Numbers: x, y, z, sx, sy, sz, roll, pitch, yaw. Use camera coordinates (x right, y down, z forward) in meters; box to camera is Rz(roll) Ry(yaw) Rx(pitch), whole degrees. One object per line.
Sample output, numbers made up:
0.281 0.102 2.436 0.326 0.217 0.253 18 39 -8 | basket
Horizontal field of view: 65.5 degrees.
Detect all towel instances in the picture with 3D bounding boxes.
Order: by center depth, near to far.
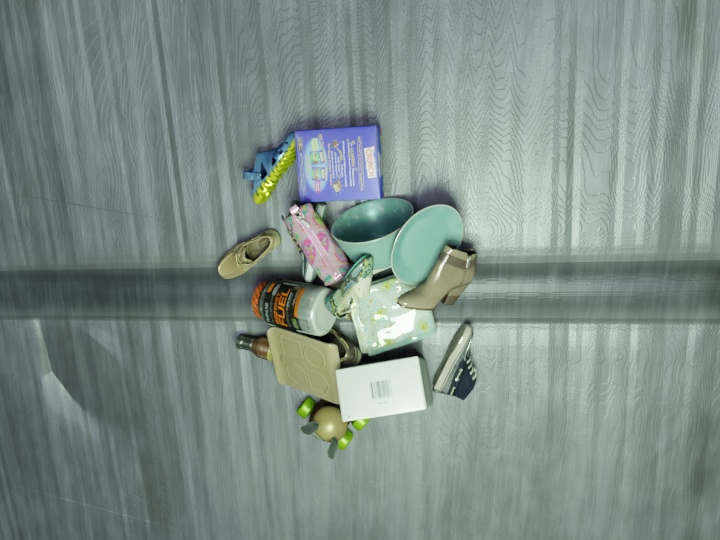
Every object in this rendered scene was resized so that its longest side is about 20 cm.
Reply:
0.075 0.103 1.373 0.198 0.048 0.173 -18 105 -4 | towel

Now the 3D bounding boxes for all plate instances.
0.146 -0.060 1.259 0.026 0.199 0.202 43 115 46 | plate

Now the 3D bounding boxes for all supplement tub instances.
-0.166 0.088 1.397 0.198 0.122 0.124 7 106 30 | supplement tub

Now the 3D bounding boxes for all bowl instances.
0.039 -0.076 1.309 0.198 0.202 0.106 -9 121 14 | bowl

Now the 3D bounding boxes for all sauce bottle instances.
-0.233 0.209 1.490 0.198 0.066 0.067 14 106 10 | sauce bottle

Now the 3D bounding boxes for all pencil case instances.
-0.101 -0.064 1.317 0.087 0.087 0.201 -31 92 17 | pencil case

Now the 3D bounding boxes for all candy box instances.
-0.046 -0.251 1.328 0.197 0.077 0.171 0 103 13 | candy box

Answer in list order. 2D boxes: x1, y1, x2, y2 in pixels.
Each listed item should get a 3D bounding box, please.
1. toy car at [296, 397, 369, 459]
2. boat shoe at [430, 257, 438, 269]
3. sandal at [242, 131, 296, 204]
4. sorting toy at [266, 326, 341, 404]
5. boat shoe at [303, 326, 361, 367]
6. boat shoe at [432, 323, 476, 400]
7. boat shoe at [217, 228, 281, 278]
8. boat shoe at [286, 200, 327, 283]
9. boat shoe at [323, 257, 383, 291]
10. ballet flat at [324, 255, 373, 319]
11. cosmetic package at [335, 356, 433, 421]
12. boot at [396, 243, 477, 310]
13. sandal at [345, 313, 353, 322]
-0.086 0.402 1.435 0.164 0.200 0.158 39 108 0 | toy car
0.177 -0.030 1.349 0.075 0.072 0.202 -20 106 1 | boat shoe
-0.222 -0.260 1.365 0.087 0.079 0.200 42 107 3 | sandal
-0.132 0.232 1.397 0.198 0.036 0.187 10 124 27 | sorting toy
-0.084 0.175 1.407 0.199 0.059 0.072 31 87 37 | boat shoe
0.257 0.230 1.394 0.092 0.075 0.202 22 115 -1 | boat shoe
-0.297 -0.041 1.439 0.199 0.065 0.072 -34 95 17 | boat shoe
-0.141 -0.073 1.400 0.090 0.071 0.203 11 99 9 | boat shoe
0.000 0.000 1.389 0.198 0.075 0.069 -12 113 19 | boat shoe
-0.013 0.045 1.273 0.074 0.074 0.200 39 136 0 | ballet flat
0.064 0.284 1.355 0.197 0.200 0.125 -11 76 10 | cosmetic package
0.180 0.012 1.272 0.070 0.198 0.148 40 123 42 | boot
0.014 0.109 1.414 0.199 0.057 0.081 19 108 6 | sandal
